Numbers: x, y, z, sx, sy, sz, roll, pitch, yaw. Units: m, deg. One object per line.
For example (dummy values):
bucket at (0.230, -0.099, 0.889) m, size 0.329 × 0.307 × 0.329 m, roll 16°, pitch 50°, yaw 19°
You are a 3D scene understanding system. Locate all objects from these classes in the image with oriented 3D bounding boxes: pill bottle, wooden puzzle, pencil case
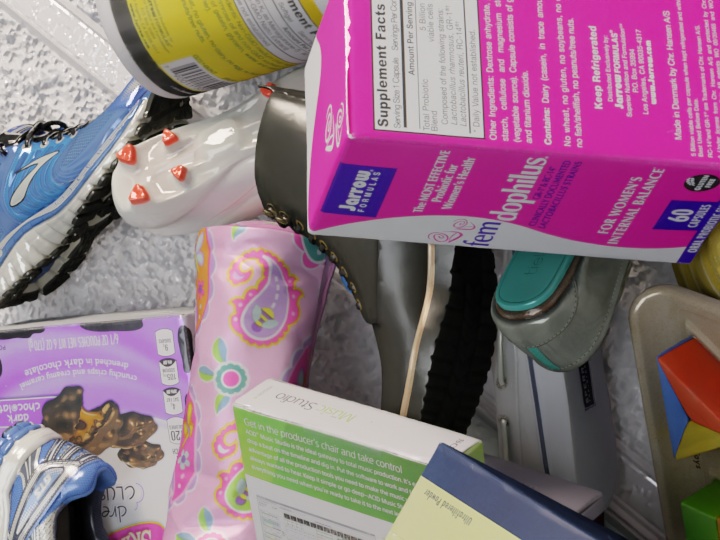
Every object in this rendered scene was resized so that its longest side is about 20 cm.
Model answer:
pill bottle at (-0.040, -0.173, 1.289) m, size 0.200 × 0.114 × 0.114 m, roll -13°, pitch 89°, yaw 31°
wooden puzzle at (0.215, 0.114, 1.143) m, size 0.200 × 0.046 × 0.185 m, roll 18°, pitch 129°, yaw 48°
pencil case at (-0.062, 0.072, 1.306) m, size 0.087 × 0.087 × 0.200 m, roll 2°, pitch 84°, yaw 31°

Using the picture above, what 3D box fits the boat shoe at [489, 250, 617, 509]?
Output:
boat shoe at (0.095, 0.037, 1.263) m, size 0.066 × 0.072 × 0.200 m, roll -5°, pitch 98°, yaw 33°

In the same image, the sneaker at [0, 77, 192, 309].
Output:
sneaker at (-0.185, -0.064, 1.410) m, size 0.200 × 0.079 × 0.089 m, roll -42°, pitch 77°, yaw 28°

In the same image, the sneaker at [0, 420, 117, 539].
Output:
sneaker at (-0.185, 0.195, 1.359) m, size 0.085 × 0.077 × 0.200 m, roll 11°, pitch 103°, yaw 27°

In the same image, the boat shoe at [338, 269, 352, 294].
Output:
boat shoe at (0.056, -0.060, 1.275) m, size 0.069 × 0.084 × 0.200 m, roll 36°, pitch 129°, yaw 23°

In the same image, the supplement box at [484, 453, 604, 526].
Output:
supplement box at (0.073, 0.204, 1.263) m, size 0.109 × 0.061 × 0.200 m, roll 16°, pitch 121°, yaw 33°

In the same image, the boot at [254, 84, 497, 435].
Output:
boot at (0.000, 0.000, 1.230) m, size 0.138 × 0.077 × 0.200 m, roll 10°, pitch 92°, yaw 26°

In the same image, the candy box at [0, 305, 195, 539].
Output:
candy box at (-0.143, 0.126, 1.410) m, size 0.168 × 0.072 × 0.200 m, roll -6°, pitch 93°, yaw 31°

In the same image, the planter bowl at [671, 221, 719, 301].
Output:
planter bowl at (0.231, -0.022, 1.163) m, size 0.200 × 0.083 × 0.201 m, roll 4°, pitch 98°, yaw 31°

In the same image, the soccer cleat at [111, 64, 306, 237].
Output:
soccer cleat at (-0.049, -0.070, 1.339) m, size 0.200 × 0.078 × 0.069 m, roll -18°, pitch 67°, yaw 12°

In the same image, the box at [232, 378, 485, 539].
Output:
box at (0.009, 0.163, 1.219) m, size 0.144 × 0.036 × 0.200 m, roll 14°, pitch 126°, yaw 37°

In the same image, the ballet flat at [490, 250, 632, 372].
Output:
ballet flat at (0.128, -0.035, 1.210) m, size 0.067 × 0.064 × 0.200 m, roll 0°, pitch 53°, yaw 44°

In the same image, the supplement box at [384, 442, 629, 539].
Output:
supplement box at (0.089, 0.224, 1.114) m, size 0.134 × 0.200 × 0.200 m, roll 29°, pitch 89°, yaw 48°

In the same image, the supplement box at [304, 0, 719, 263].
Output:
supplement box at (0.079, -0.075, 1.113) m, size 0.101 × 0.200 × 0.103 m, roll 114°, pitch 159°, yaw -61°
